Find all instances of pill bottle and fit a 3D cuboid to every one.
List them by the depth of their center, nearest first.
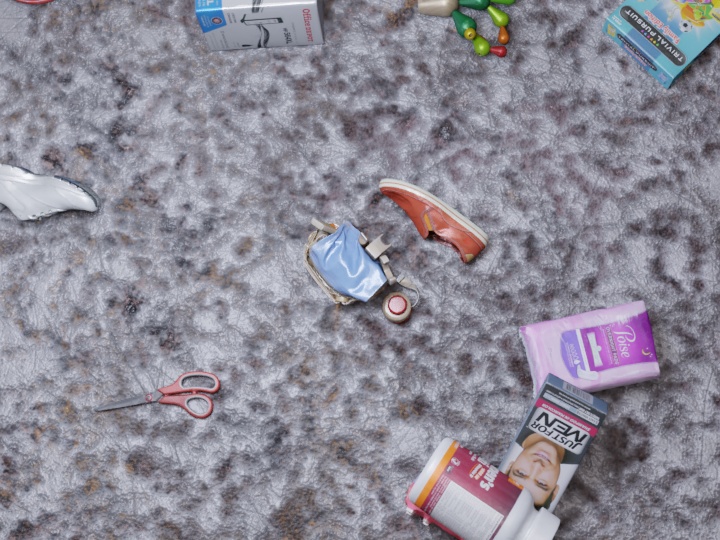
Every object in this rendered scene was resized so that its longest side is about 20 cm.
[{"bbox_3d":[0.177,0.336,1.456,0.199,0.110,0.110,32,80,11],"label":"pill bottle"}]

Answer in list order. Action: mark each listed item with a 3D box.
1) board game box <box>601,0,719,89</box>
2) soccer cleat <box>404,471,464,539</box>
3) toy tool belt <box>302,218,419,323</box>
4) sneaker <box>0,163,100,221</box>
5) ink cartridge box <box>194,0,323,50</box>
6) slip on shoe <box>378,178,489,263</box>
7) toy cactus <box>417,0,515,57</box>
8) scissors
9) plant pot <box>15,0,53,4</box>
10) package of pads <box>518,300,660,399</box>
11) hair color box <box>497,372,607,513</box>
[{"bbox_3d":[0.528,-0.426,1.700,0.200,0.047,0.151,-44,79,-7],"label":"board game box"},{"bbox_3d":[0.160,0.373,1.527,0.199,0.067,0.077,28,75,11],"label":"soccer cleat"},{"bbox_3d":[0.000,0.000,1.588,0.200,0.123,0.125,42,82,10],"label":"toy tool belt"},{"bbox_3d":[-0.520,-0.118,1.676,0.198,0.074,0.088,12,90,12],"label":"sneaker"},{"bbox_3d":[-0.162,-0.435,1.683,0.198,0.146,0.085,-3,76,2],"label":"ink cartridge box"},{"bbox_3d":[0.110,-0.082,1.631,0.199,0.074,0.061,35,84,5],"label":"slip on shoe"},{"bbox_3d":[0.177,-0.449,1.707,0.163,0.102,0.202,-1,85,12],"label":"toy cactus"},{"bbox_3d":[-0.322,0.193,1.616,0.198,0.014,0.074,2,80,4],"label":"scissors"},{"bbox_3d":[-0.559,-0.562,1.712,0.198,0.183,0.202,-1,77,3],"label":"plant pot"},{"bbox_3d":[0.350,0.126,1.567,0.198,0.076,0.122,-12,80,0],"label":"package of pads"},{"bbox_3d":[0.274,0.265,1.507,0.098,0.061,0.201,27,105,9],"label":"hair color box"}]
